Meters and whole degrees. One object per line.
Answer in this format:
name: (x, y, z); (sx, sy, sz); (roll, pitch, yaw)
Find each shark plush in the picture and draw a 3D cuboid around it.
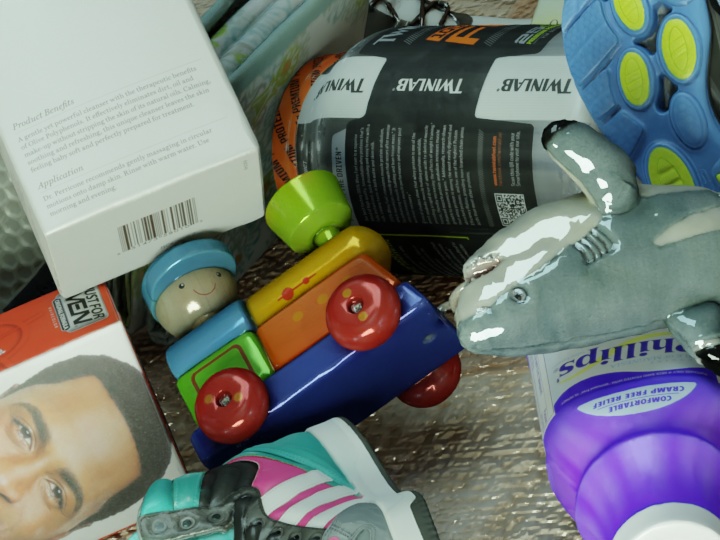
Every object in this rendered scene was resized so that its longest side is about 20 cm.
shark plush: (0.137, 0.016, 1.188); (0.199, 0.091, 0.083); (16, 46, -11)

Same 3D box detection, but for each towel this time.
towel: (-0.058, -0.075, 1.480); (0.048, 0.172, 0.200); (27, 45, 15)

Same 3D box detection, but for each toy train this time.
toy train: (0.000, 0.000, 1.295); (0.200, 0.085, 0.116); (-36, 56, 7)

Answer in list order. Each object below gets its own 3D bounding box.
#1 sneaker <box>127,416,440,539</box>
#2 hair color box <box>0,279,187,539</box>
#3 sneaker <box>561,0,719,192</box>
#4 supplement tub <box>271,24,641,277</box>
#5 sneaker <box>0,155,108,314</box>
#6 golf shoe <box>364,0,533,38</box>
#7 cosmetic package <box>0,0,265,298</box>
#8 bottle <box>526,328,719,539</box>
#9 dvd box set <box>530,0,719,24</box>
sneaker: (-0.034, 0.123, 1.173); (0.120, 0.084, 0.200); (-21, 18, -10)
hair color box: (-0.187, 0.091, 1.332); (0.199, 0.102, 0.061); (-24, 25, -4)
sneaker: (0.150, -0.065, 1.295); (0.071, 0.200, 0.083); (-28, -7, 22)
supplement tub: (0.062, -0.057, 1.403); (0.199, 0.123, 0.123); (3, 35, 39)
sneaker: (-0.144, -0.056, 1.484); (0.077, 0.203, 0.146); (16, 31, 7)
golf shoe: (0.023, -0.123, 1.590); (0.199, 0.095, 0.078); (-10, 27, 19)
cosmetic package: (-0.128, -0.105, 1.328); (0.107, 0.085, 0.201); (-21, 70, -7)
bottle: (0.115, 0.069, 1.190); (0.083, 0.065, 0.200); (-12, 27, 5)
dvd box set: (0.162, -0.155, 1.512); (0.146, 0.029, 0.201); (2, 65, 39)
